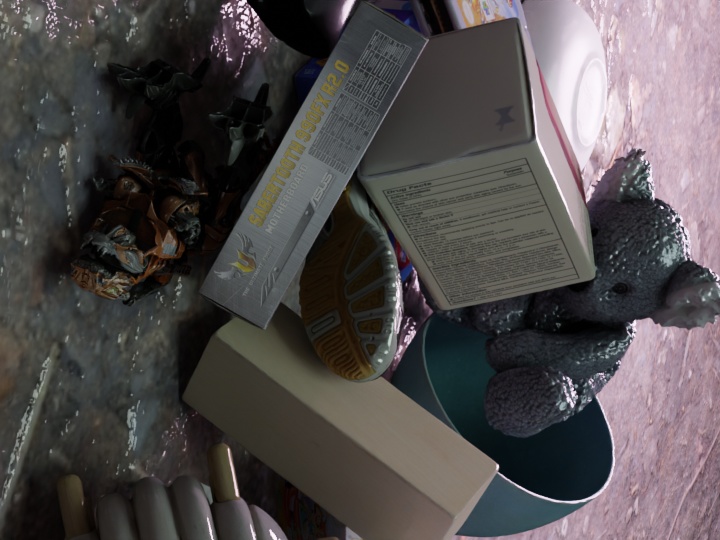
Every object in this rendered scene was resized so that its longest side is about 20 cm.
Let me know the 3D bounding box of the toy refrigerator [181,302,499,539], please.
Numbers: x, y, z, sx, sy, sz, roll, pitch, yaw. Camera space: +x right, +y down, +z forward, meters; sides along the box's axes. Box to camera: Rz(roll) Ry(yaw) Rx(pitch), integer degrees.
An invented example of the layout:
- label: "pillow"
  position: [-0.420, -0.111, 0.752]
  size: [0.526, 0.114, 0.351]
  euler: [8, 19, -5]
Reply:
- label: "toy refrigerator"
  position: [-0.015, 0.110, 1.148]
  size: [0.076, 0.200, 0.070]
  euler: [-39, 161, -55]

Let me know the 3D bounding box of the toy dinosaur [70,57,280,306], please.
- label: "toy dinosaur"
  position: [-0.112, -0.054, 1.053]
  size: [0.200, 0.102, 0.136]
  euler: [-75, 178, -62]

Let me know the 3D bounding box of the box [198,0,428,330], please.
- label: "box"
  position: [-0.028, -0.069, 1.075]
  size: [0.201, 0.048, 0.158]
  euler: [-60, -178, 6]

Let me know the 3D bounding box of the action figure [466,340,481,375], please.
- label: "action figure"
  position: [0.097, 0.005, 1.509]
  size: [0.099, 0.065, 0.201]
  euler: [-49, 141, -38]

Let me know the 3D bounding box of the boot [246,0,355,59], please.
- label: "boot"
  position: [0.010, -0.226, 1.181]
  size: [0.165, 0.066, 0.201]
  euler: [38, 56, -20]

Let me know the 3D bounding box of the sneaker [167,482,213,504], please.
- label: "sneaker"
  position: [-0.116, 0.218, 1.138]
  size: [0.082, 0.077, 0.201]
  euler: [-49, 151, -62]

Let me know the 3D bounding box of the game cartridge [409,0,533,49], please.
- label: "game cartridge"
  position: [0.075, -0.230, 1.327]
  size: [0.133, 0.041, 0.201]
  euler: [-28, 99, -55]

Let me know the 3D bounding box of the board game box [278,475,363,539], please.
- label: "board game box"
  position: [-0.023, 0.229, 1.262]
  size: [0.034, 0.134, 0.201]
  euler: [-5, 107, -23]

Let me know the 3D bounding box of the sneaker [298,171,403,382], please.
- label: "sneaker"
  position: [0.000, 0.000, 1.188]
  size: [0.088, 0.075, 0.201]
  euler: [47, 22, -48]

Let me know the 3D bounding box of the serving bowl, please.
- label: "serving bowl"
  position: [0.192, -0.164, 1.649]
  size: [0.200, 0.065, 0.201]
  euler: [-33, 128, -57]

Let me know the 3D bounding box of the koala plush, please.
- label: "koala plush"
  position: [0.186, 0.009, 1.371]
  size: [0.183, 0.200, 0.178]
  euler: [-3, 57, -50]

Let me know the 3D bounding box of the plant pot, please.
- label: "plant pot"
  position: [0.094, 0.145, 1.436]
  size: [0.135, 0.200, 0.200]
  euler: [-47, 174, 34]

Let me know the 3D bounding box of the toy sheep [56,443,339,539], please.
- label: "toy sheep"
  position: [-0.109, 0.180, 1.011]
  size: [0.138, 0.199, 0.139]
  euler: [168, -90, -85]

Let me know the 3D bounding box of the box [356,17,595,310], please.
- label: "box"
  position: [0.085, -0.072, 1.246]
  size: [0.200, 0.127, 0.109]
  euler: [57, 25, -55]

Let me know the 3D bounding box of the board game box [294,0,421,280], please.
- label: "board game box"
  position: [0.013, -0.090, 1.320]
  size: [0.135, 0.045, 0.201]
  euler: [-51, 142, -46]
